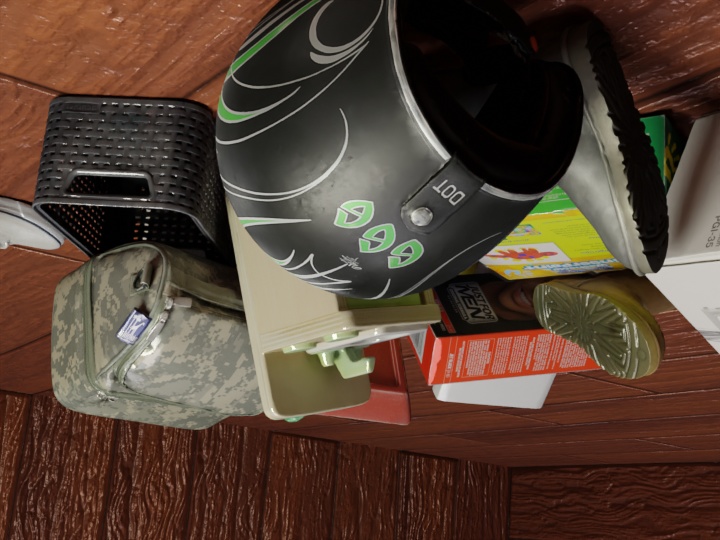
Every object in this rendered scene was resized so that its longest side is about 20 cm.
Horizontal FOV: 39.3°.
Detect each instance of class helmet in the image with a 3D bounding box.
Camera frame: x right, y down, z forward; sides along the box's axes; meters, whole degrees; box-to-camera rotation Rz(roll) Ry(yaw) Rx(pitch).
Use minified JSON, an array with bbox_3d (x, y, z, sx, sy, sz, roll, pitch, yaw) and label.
[{"bbox_3d":[0.009,-0.081,0.584,0.199,0.201,0.190,17,153,-37],"label":"helmet"}]

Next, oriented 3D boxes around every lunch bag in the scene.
[{"bbox_3d":[-0.153,0.053,0.891,0.167,0.140,0.200,-27,148,36],"label":"lunch bag"}]

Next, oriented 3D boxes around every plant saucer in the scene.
[{"bbox_3d":[-0.031,0.070,1.158,0.199,0.201,0.037,11,143,-27],"label":"plant saucer"}]

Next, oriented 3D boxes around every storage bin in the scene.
[{"bbox_3d":[-0.183,-0.066,0.878,0.135,0.094,0.200,3,164,6],"label":"storage bin"}]

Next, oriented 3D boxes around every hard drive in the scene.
[{"bbox_3d":[0.168,0.056,1.075,0.131,0.201,0.027,7,-153,-20],"label":"hard drive"}]

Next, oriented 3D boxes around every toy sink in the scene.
[{"bbox_3d":[-0.016,0.013,0.847,0.112,0.201,0.130,-18,169,39],"label":"toy sink"}]

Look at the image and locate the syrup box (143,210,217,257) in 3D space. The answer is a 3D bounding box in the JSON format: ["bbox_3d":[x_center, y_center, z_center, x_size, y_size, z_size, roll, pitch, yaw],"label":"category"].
[{"bbox_3d":[-0.129,-0.016,1.067,0.199,0.082,0.079,12,166,-21],"label":"syrup box"}]

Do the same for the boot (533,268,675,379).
[{"bbox_3d":[0.280,0.019,0.902,0.199,0.066,0.175,-15,-156,-18],"label":"boot"}]

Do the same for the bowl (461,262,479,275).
[{"bbox_3d":[0.102,0.037,1.137,0.199,0.108,0.200,5,164,1],"label":"bowl"}]

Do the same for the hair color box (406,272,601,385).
[{"bbox_3d":[0.150,0.051,0.989,0.199,0.102,0.061,-4,125,-15],"label":"hair color box"}]

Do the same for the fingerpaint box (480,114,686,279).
[{"bbox_3d":[0.181,-0.054,0.845,0.199,0.074,0.167,-5,161,33],"label":"fingerpaint box"}]

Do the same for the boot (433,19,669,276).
[{"bbox_3d":[0.095,-0.067,0.693,0.199,0.183,0.073,-15,-172,35],"label":"boot"}]

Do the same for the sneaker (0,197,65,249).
[{"bbox_3d":[-0.410,-0.044,1.068,0.199,0.071,0.073,18,160,-39],"label":"sneaker"}]

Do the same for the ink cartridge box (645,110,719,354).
[{"bbox_3d":[0.307,-0.006,0.730,0.200,0.147,0.083,41,153,-26],"label":"ink cartridge box"}]

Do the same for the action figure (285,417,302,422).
[{"bbox_3d":[-0.096,0.082,1.185,0.055,0.201,0.118,-22,157,20],"label":"action figure"}]
